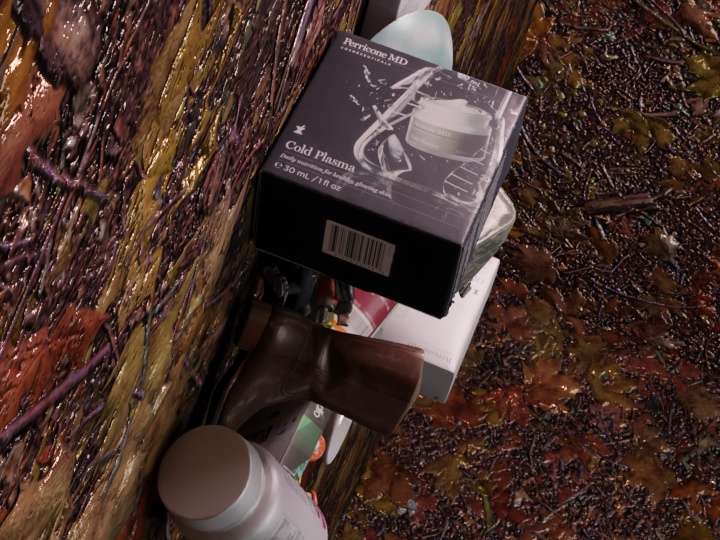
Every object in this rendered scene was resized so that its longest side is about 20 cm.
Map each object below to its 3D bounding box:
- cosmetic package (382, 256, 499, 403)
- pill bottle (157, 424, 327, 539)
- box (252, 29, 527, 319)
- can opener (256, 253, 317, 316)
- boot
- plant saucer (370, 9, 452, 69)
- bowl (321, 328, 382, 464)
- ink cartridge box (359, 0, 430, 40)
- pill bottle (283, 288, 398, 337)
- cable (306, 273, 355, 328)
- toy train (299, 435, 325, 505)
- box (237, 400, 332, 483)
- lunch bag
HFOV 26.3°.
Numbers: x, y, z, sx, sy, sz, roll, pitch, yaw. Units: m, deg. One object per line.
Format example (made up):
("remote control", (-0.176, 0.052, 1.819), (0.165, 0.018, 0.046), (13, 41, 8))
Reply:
("cosmetic package", (0.072, 0.054, 2.247), (0.123, 0.199, 0.200), (98, 14, -64))
("pill bottle", (-0.114, 0.231, 1.491), (0.114, 0.113, 0.200), (-66, 152, -22))
("box", (0.028, -0.092, 1.454), (0.124, 0.199, 0.197), (101, 12, -53))
("can opener", (-0.079, 0.041, 1.577), (0.078, 0.063, 0.200), (-21, 143, -40))
("boot", (-0.045, 0.138, 1.537), (0.064, 0.199, 0.187), (-110, -140, -71))
("plant saucer", (0.040, -0.179, 1.634), (0.201, 0.039, 0.201), (-38, 151, -25))
("bowl", (-0.047, 0.151, 2.066), (0.201, 0.090, 0.202), (22, 90, -83))
("ink cartridge box", (0.065, -0.353, 1.625), (0.196, 0.043, 0.201), (-56, 165, -53))
("pill bottle", (0.000, 0.000, 1.698), (0.200, 0.114, 0.114), (-51, 168, -18))
("cable", (-0.032, -0.024, 1.597), (0.097, 0.050, 0.201), (101, -12, -64))
("toy train", (-0.069, 0.221, 1.845), (0.150, 0.055, 0.201), (-91, -168, -85))
("box", (-0.090, 0.176, 1.724), (0.144, 0.036, 0.200), (-26, -152, 43))
("lunch bag", (0.090, -0.071, 1.995), (0.139, 0.200, 0.168), (-34, 165, -21))
